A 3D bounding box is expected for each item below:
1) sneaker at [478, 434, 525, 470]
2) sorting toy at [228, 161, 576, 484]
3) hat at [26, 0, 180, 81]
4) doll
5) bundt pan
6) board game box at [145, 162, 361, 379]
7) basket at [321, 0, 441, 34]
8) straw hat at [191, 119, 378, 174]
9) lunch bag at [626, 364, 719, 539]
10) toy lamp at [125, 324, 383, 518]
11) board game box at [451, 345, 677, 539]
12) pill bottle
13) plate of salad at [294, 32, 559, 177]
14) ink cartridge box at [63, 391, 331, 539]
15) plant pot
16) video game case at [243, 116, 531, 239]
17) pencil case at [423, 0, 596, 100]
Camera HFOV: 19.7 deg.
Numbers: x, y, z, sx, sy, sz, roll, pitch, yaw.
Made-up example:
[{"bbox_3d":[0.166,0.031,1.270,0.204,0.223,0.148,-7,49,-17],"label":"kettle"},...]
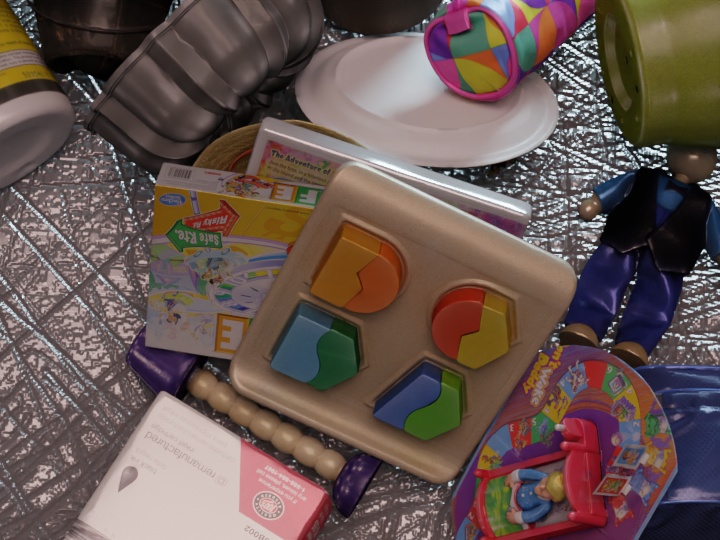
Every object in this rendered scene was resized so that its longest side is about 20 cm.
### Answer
[{"bbox_3d":[0.125,0.213,1.469,0.084,0.073,0.201,-28,77,-14],"label":"sneaker"},{"bbox_3d":[0.026,0.044,1.429,0.184,0.201,0.037,25,30,-8],"label":"sorting toy"},{"bbox_3d":[-0.192,-0.181,1.537,0.199,0.201,0.082,5,95,-1],"label":"hat"},{"bbox_3d":[0.223,-0.017,1.562,0.136,0.049,0.201,20,66,13],"label":"doll"},{"bbox_3d":[-0.102,-0.144,1.500,0.202,0.202,0.076,-44,89,-14],"label":"bundt pan"},{"bbox_3d":[-0.048,0.004,1.457,0.198,0.135,0.034,8,32,2],"label":"board game box"},{"bbox_3d":[0.011,-0.281,1.548,0.180,0.200,0.136,31,64,17],"label":"basket"},{"bbox_3d":[-0.039,-0.040,1.527,0.199,0.202,0.085,10,32,0],"label":"straw hat"},{"bbox_3d":[0.271,0.139,1.458,0.198,0.136,0.133,3,54,-4],"label":"lunch bag"},{"bbox_3d":[-0.079,0.104,1.506,0.199,0.058,0.058,32,73,5],"label":"toy lamp"},{"bbox_3d":[0.122,0.146,1.413,0.158,0.039,0.201,41,109,43],"label":"board game box"},{"bbox_3d":[-0.308,-0.166,1.551,0.114,0.114,0.201,-30,76,-12],"label":"pill bottle"},{"bbox_3d":[0.049,-0.122,1.556,0.198,0.048,0.201,5,34,-3],"label":"plate of salad"},{"bbox_3d":[-0.132,0.211,1.453,0.146,0.083,0.201,30,73,7],"label":"ink cartridge box"},{"bbox_3d":[0.280,-0.173,1.538,0.191,0.201,0.202,-11,73,-5],"label":"plant pot"},{"bbox_3d":[0.000,0.000,1.482,0.199,0.183,0.024,18,31,-3],"label":"video game case"},{"bbox_3d":[0.125,-0.205,1.563,0.088,0.089,0.200,34,44,8],"label":"pencil case"}]
